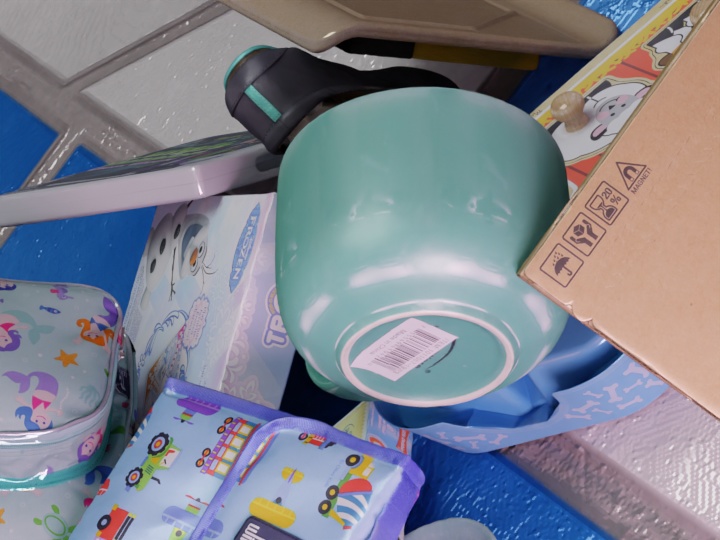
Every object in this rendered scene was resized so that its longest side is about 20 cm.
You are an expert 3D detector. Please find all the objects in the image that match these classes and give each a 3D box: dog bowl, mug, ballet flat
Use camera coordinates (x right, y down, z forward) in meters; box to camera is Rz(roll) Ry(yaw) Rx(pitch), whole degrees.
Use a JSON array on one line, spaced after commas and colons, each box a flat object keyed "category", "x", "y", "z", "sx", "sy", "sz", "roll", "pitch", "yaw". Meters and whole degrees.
[{"category": "dog bowl", "x": 0.096, "y": 0.037, "z": 1.469, "sx": 0.200, "sy": 0.050, "sz": 0.112, "roll": -18, "pitch": 46, "yaw": 40}, {"category": "mug", "x": 0.034, "y": 0.008, "z": 1.410, "sx": 0.152, "sy": 0.185, "sz": 0.115, "roll": -5, "pitch": 54, "yaw": 6}, {"category": "ballet flat", "x": 0.004, "y": -0.082, "z": 1.582, "sx": 0.073, "sy": 0.200, "sz": 0.073, "roll": -5, "pitch": 82, "yaw": 39}]

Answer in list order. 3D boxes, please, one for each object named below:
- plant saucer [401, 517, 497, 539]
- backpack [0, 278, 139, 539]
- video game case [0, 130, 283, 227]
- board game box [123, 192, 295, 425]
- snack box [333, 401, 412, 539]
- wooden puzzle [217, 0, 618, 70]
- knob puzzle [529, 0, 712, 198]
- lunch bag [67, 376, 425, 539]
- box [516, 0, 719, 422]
[{"category": "plant saucer", "x": 0.013, "y": 0.217, "z": 1.388, "sx": 0.201, "sy": 0.039, "sz": 0.201, "roll": -43, "pitch": 20, "yaw": 20}, {"category": "backpack", "x": -0.206, "y": 0.101, "z": 1.511, "sx": 0.151, "sy": 0.177, "sz": 0.200, "roll": 102, "pitch": 171, "yaw": -45}, {"category": "video game case", "x": -0.098, "y": -0.064, "z": 1.700, "sx": 0.200, "sy": 0.182, "sz": 0.023, "roll": -7, "pitch": 98, "yaw": 46}, {"category": "board game box", "x": -0.094, "y": 0.056, "z": 1.593, "sx": 0.199, "sy": 0.043, "sz": 0.200, "roll": 2, "pitch": 75, "yaw": 68}, {"category": "snack box", "x": -0.028, "y": 0.163, "z": 1.460, "sx": 0.116, "sy": 0.037, "sz": 0.200, "roll": -40, "pitch": 22, "yaw": 26}, {"category": "wooden puzzle", "x": 0.023, "y": -0.151, "z": 1.628, "sx": 0.185, "sy": 0.200, "sz": 0.037, "roll": 34, "pitch": 121, "yaw": 56}, {"category": "knob puzzle", "x": 0.178, "y": -0.097, "z": 1.465, "sx": 0.219, "sy": 0.030, "sz": 0.220, "roll": -24, "pitch": 31, "yaw": 16}, {"category": "lunch bag", "x": -0.053, "y": 0.151, "z": 1.383, "sx": 0.200, "sy": 0.094, "sz": 0.151, "roll": 9, "pitch": 62, "yaw": 52}, {"category": "box", "x": 0.198, "y": -0.030, "z": 1.330, "sx": 0.200, "sy": 0.163, "sz": 0.021, "roll": -54, "pitch": 0, "yaw": -3}]
